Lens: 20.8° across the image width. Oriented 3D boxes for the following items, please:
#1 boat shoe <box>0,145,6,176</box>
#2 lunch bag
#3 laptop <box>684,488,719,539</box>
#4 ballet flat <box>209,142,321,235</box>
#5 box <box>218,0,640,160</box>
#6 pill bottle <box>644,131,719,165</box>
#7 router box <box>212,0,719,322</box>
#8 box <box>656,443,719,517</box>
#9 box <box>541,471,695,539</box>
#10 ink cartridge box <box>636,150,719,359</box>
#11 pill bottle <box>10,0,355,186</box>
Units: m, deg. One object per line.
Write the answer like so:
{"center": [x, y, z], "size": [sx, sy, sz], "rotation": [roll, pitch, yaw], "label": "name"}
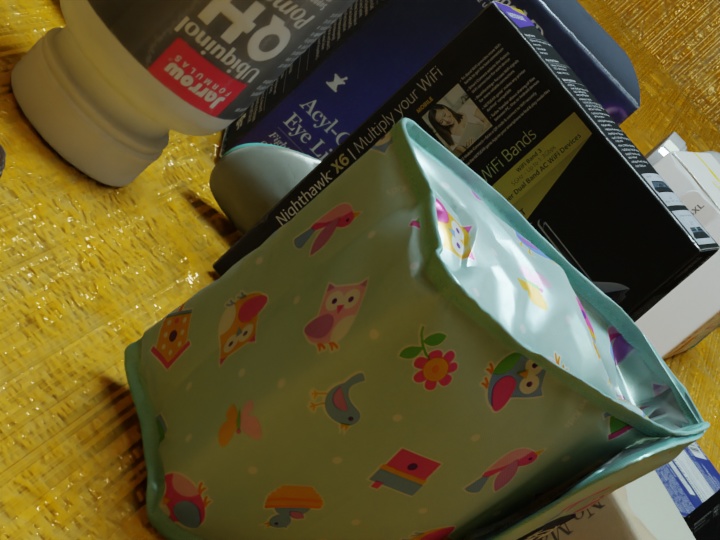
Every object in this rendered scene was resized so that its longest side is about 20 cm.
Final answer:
{"center": [-0.207, -0.098, 0.752], "size": [0.202, 0.075, 0.075], "rotation": [38, 20, -31], "label": "boat shoe"}
{"center": [0.029, 0.064, 0.814], "size": [0.200, 0.170, 0.122], "rotation": [37, 25, -37], "label": "lunch bag"}
{"center": [0.240, 0.166, 1.077], "size": [0.116, 0.187, 0.200], "rotation": [46, 17, -5], "label": "laptop"}
{"center": [0.000, 0.000, 1.068], "size": [0.200, 0.067, 0.064], "rotation": [34, 32, -36], "label": "ballet flat"}
{"center": [0.040, -0.098, 1.143], "size": [0.148, 0.200, 0.104], "rotation": [43, 19, -15], "label": "box"}
{"center": [0.350, -0.040, 1.932], "size": [0.200, 0.111, 0.111], "rotation": [49, 17, 0], "label": "pill bottle"}
{"center": [0.049, -0.006, 0.965], "size": [0.158, 0.200, 0.052], "rotation": [52, 17, 12], "label": "router box"}
{"center": [0.190, 0.128, 1.303], "size": [0.121, 0.032, 0.200], "rotation": [56, 17, 26], "label": "box"}
{"center": [0.108, 0.137, 0.982], "size": [0.078, 0.095, 0.200], "rotation": [30, 23, -44], "label": "box"}
{"center": [0.264, -0.012, 1.633], "size": [0.125, 0.128, 0.200], "rotation": [51, 18, 10], "label": "ink cartridge box"}
{"center": [-0.074, -0.136, 0.948], "size": [0.111, 0.200, 0.111], "rotation": [42, 18, -17], "label": "pill bottle"}
